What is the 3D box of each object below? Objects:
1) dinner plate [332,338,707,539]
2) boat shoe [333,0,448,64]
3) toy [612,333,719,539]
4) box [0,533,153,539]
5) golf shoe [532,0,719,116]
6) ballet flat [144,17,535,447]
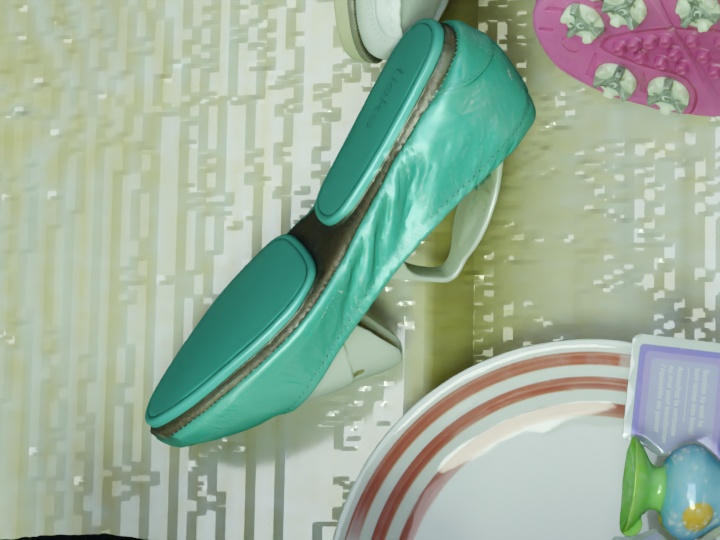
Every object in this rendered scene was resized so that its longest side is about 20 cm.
[{"bbox_3d":[0.085,0.126,1.121,0.200,0.024,0.200,-2,80,13],"label":"dinner plate"},{"bbox_3d":[0.044,-0.173,1.153,0.068,0.075,0.200,13,83,20],"label":"boat shoe"},{"bbox_3d":[0.191,0.088,1.070,0.200,0.047,0.115,6,81,4],"label":"toy"},{"bbox_3d":[-0.050,0.198,1.081,0.148,0.107,0.200,2,86,19],"label":"box"},{"bbox_3d":[0.164,-0.111,1.127,0.200,0.075,0.092,-3,43,24],"label":"golf shoe"},{"bbox_3d":[0.000,0.000,1.136,0.070,0.067,0.200,32,100,-22],"label":"ballet flat"}]
